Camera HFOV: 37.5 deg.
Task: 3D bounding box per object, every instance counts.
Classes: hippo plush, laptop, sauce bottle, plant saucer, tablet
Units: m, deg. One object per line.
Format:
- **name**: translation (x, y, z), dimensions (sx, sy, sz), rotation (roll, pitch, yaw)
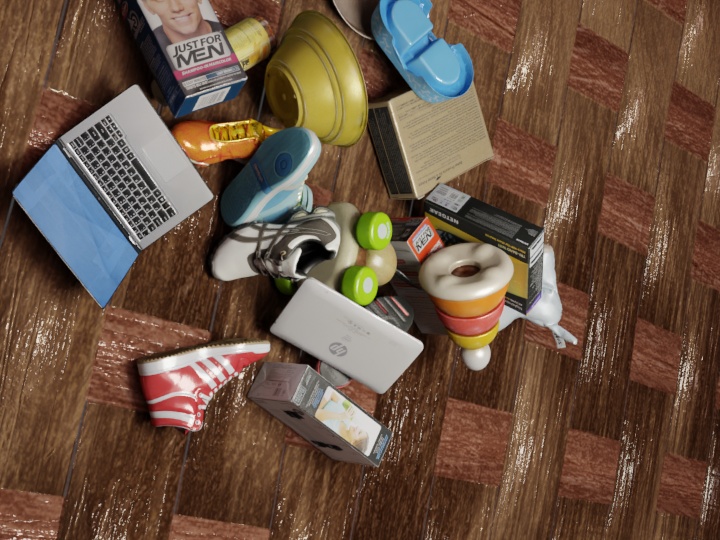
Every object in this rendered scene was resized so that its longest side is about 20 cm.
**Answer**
- **hippo plush**: translation (0.259, 0.052, 1.851), dimensions (0.158, 0.159, 0.204), rotation (-11, 82, -8)
- **laptop**: translation (-0.309, -0.097, 1.359), dimensions (0.199, 0.116, 0.189), rotation (-35, 116, -4)
- **sauce bottle**: translation (-0.205, -0.290, 1.483), dimensions (0.199, 0.066, 0.067), rotation (-38, 114, -30)
- **plant saucer**: translation (0.015, -0.466, 1.683), dimensions (0.198, 0.032, 0.204), rotation (0, 90, -39)
- **tablet**: translation (-0.021, 0.098, 1.527), dimensions (0.198, 0.130, 0.014), rotation (31, 39, -10)

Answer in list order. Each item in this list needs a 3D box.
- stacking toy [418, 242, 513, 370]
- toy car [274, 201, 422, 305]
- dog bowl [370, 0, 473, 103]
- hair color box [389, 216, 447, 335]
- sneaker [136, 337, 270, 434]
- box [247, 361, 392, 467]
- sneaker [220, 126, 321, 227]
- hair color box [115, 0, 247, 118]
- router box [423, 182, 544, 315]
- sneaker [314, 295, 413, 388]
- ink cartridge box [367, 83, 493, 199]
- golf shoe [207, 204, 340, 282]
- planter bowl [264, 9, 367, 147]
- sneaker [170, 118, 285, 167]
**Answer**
- **stacking toy**: translation (0.171, 0.073, 1.636), dimensions (0.145, 0.145, 0.203), rotation (-33, 127, -34)
- **toy car**: translation (0.000, 0.000, 1.608), dimensions (0.199, 0.162, 0.160), rotation (30, 72, -49)
- **dog bowl**: translation (0.093, -0.351, 1.667), dimensions (0.201, 0.049, 0.111), rotation (52, 55, -8)
- **hair color box**: translation (0.104, 0.011, 1.713), dimensions (0.064, 0.110, 0.201), rotation (-48, 119, -27)
- **sneaker**: translation (-0.211, 0.160, 1.479), dimensions (0.197, 0.071, 0.115), rotation (-10, 93, -31)
- **box**: translation (-0.059, 0.215, 1.580), dimensions (0.200, 0.116, 0.061), rotation (42, 64, -31)
- **sneaker**: translation (-0.097, -0.129, 1.511), dimensions (0.129, 0.199, 0.081), rotation (7, 56, -47)
- **hair color box**: translation (-0.241, -0.314, 1.402), dimensions (0.099, 0.060, 0.202), rotation (-24, 82, -31)
- **router box**: translation (0.198, -0.034, 1.702), dimensions (0.052, 0.198, 0.159), rotation (-45, 146, -30)
- **sneaker**: translation (-0.004, 0.108, 1.642), dimensions (0.199, 0.087, 0.074), rotation (-39, 93, -24)
- **ink cartridge box**: translation (0.114, -0.229, 1.741), dimensions (0.199, 0.074, 0.167), rotation (-29, 110, -36)
- **golf shoe**: translation (-0.121, -0.023, 1.484), dimensions (0.197, 0.095, 0.078), rotation (-22, 130, 6)
- **planter bowl**: translation (-0.080, -0.258, 1.506), dimensions (0.083, 0.199, 0.204), rotation (-25, 107, -27)
- **sneaker**: translation (-0.180, -0.188, 1.487), dimensions (0.198, 0.077, 0.074), rotation (-3, 63, -44)
